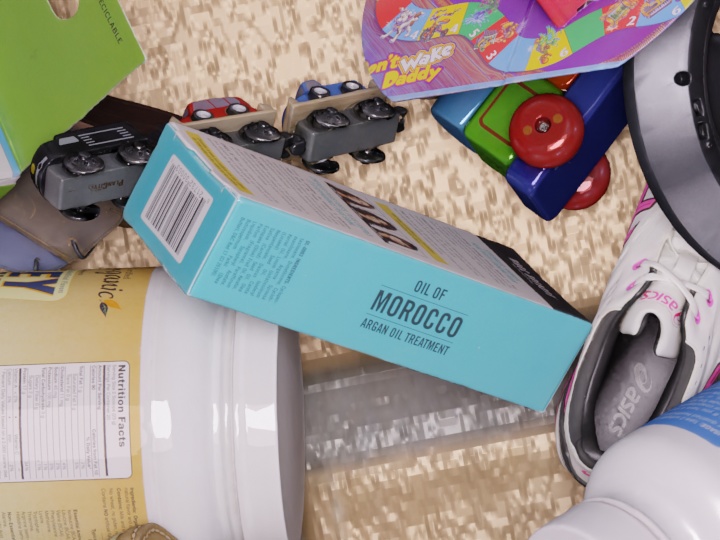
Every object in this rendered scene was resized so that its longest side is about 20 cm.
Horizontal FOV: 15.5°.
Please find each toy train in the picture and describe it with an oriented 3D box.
[{"bbox_3d":[0.105,-0.134,1.221,0.116,0.085,0.200,36,87,21],"label":"toy train"},{"bbox_3d":[-0.062,-0.057,1.195,0.046,0.199,0.034,38,128,40],"label":"toy train"}]

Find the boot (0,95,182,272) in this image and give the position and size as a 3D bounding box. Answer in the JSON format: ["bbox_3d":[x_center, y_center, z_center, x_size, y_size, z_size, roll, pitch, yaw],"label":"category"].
[{"bbox_3d":[-0.119,-0.030,1.245,0.199,0.075,0.097,32,110,4],"label":"boot"}]

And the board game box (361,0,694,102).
[{"bbox_3d":[0.075,-0.153,1.164,0.199,0.039,0.159,-6,50,38],"label":"board game box"}]

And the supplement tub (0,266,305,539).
[{"bbox_3d":[-0.129,0.071,1.196,0.199,0.144,0.145,-2,89,4],"label":"supplement tub"}]

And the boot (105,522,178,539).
[{"bbox_3d":[-0.002,0.156,1.098,0.155,0.073,0.200,-39,89,22],"label":"boot"}]

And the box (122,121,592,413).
[{"bbox_3d":[0.000,0.000,1.163,0.199,0.082,0.049,20,106,-34],"label":"box"}]

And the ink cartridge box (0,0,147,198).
[{"bbox_3d":[-0.204,-0.101,1.177,0.200,0.076,0.148,-37,73,40],"label":"ink cartridge box"}]

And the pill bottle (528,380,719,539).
[{"bbox_3d":[0.167,0.105,1.145,0.199,0.112,0.113,-25,87,-33],"label":"pill bottle"}]

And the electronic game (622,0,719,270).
[{"bbox_3d":[0.202,-0.089,1.185,0.199,0.042,0.201,-1,93,-28],"label":"electronic game"}]

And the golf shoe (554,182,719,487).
[{"bbox_3d":[0.149,0.009,1.202,0.072,0.092,0.201,22,90,6],"label":"golf shoe"}]
